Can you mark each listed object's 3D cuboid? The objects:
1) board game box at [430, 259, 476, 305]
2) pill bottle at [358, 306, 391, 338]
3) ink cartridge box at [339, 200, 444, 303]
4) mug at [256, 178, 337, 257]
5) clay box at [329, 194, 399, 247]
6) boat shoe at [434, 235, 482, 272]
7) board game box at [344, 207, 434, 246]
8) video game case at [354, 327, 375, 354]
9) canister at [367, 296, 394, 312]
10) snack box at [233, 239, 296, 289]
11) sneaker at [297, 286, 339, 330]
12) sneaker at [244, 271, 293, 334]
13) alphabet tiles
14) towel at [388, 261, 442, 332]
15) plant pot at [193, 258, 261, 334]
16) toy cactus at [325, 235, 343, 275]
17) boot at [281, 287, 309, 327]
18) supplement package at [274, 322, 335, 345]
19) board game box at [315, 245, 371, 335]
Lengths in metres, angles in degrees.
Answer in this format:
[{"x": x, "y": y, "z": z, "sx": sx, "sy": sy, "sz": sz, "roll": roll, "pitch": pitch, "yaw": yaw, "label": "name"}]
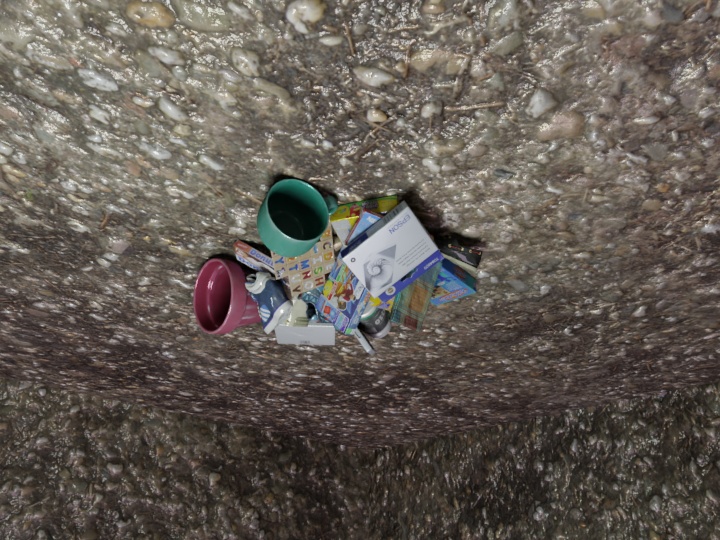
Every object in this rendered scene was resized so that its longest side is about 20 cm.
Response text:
[{"x": 0.228, "y": 0.032, "z": 1.571, "sx": 0.149, "sy": 0.047, "sz": 0.198, "roll": -22, "pitch": 144, "yaw": 34, "label": "board game box"}, {"x": 0.030, "y": 0.132, "z": 1.685, "sx": 0.109, "sy": 0.117, "sz": 0.201, "roll": -8, "pitch": 151, "yaw": 16, "label": "pill bottle"}, {"x": 0.081, "y": -0.028, "z": 1.261, "sx": 0.197, "sy": 0.041, "sz": 0.200, "roll": -37, "pitch": 123, "yaw": 10, "label": "ink cartridge box"}, {"x": -0.145, "y": -0.106, "z": 1.217, "sx": 0.179, "sy": 0.157, "sz": 0.114, "roll": 15, "pitch": 150, "yaw": -24, "label": "mug"}, {"x": 0.034, "y": -0.119, "z": 1.299, "sx": 0.192, "sy": 0.049, "sz": 0.116, "roll": -9, "pitch": 147, "yaw": 14, "label": "clay box"}, {"x": 0.225, "y": -0.060, "z": 1.395, "sx": 0.195, "sy": 0.065, "sz": 0.074, "roll": 22, "pitch": -178, "yaw": -10, "label": "boat shoe"}, {"x": 0.070, "y": -0.072, "z": 1.276, "sx": 0.194, "sy": 0.020, "sz": 0.104, "roll": 20, "pitch": 125, "yaw": -23, "label": "board game box"}, {"x": -0.017, "y": 0.180, "z": 1.674, "sx": 0.022, "sy": 0.184, "sz": 0.200, "roll": -35, "pitch": 168, "yaw": -2, "label": "video game case"}, {"x": 0.078, "y": 0.040, "z": 1.432, "sx": 0.148, "sy": 0.089, "sz": 0.197, "roll": -40, "pitch": 146, "yaw": 25, "label": "canister"}, {"x": -0.250, "y": -0.011, "z": 1.429, "sx": 0.195, "sy": 0.025, "sz": 0.073, "roll": 28, "pitch": 152, "yaw": 13, "label": "snack box"}, {"x": -0.117, "y": 0.113, "z": 1.537, "sx": 0.078, "sy": 0.096, "sz": 0.202, "roll": 13, "pitch": 145, "yaw": 50, "label": "sneaker"}, {"x": -0.258, "y": 0.077, "z": 1.460, "sx": 0.080, "sy": 0.148, "sz": 0.200, "roll": -36, "pitch": 174, "yaw": -29, "label": "sneaker"}, {"x": -0.141, "y": -0.031, "z": 1.347, "sx": 0.162, "sy": 0.008, "sz": 0.206, "roll": -19, "pitch": 129, "yaw": -19, "label": "alphabet tiles"}, {"x": 0.147, "y": 0.048, "z": 1.397, "sx": 0.021, "sy": 0.207, "sz": 0.145, "roll": 13, "pitch": 173, "yaw": 43, "label": "towel"}, {"x": -0.353, "y": 0.078, "z": 1.534, "sx": 0.196, "sy": 0.208, "sz": 0.176, "roll": -22, "pitch": 160, "yaw": 37, "label": "plant pot"}, {"x": -0.120, "y": -0.045, "z": 1.407, "sx": 0.160, "sy": 0.105, "sz": 0.202, "roll": -19, "pitch": 139, "yaw": 14, "label": "toy cactus"}, {"x": -0.213, "y": 0.076, "z": 1.545, "sx": 0.195, "sy": 0.160, "sz": 0.072, "roll": 17, "pitch": -173, "yaw": -32, "label": "boot"}, {"x": -0.175, "y": 0.159, "z": 1.740, "sx": 0.191, "sy": 0.115, "sz": 0.157, "roll": 3, "pitch": 151, "yaw": -2, "label": "supplement package"}, {"x": -0.028, "y": 0.040, "z": 1.367, "sx": 0.034, "sy": 0.205, "sz": 0.134, "roll": 15, "pitch": -165, "yaw": -49, "label": "board game box"}]
